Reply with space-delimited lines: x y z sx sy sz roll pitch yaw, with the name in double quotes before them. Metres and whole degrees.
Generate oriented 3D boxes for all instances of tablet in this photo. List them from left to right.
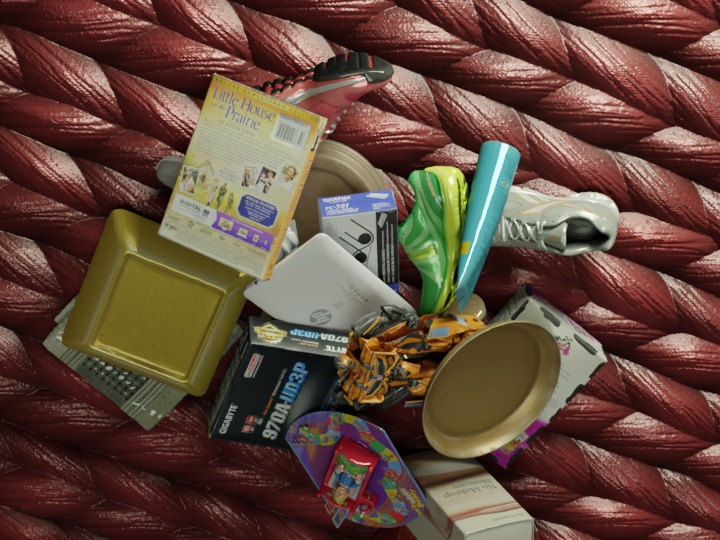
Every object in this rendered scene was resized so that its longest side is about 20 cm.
"tablet" -0.033 0.041 1.665 0.129 0.014 0.200 -35 131 19

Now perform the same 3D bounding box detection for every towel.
"towel" -0.279 0.082 1.765 0.192 0.035 0.200 42 103 -17

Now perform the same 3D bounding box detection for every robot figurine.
"robot figurine" 0.058 0.107 1.651 0.198 0.058 0.147 -4 123 -34

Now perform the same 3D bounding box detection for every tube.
"tube" 0.144 -0.054 1.639 0.050 0.078 0.202 10 71 19

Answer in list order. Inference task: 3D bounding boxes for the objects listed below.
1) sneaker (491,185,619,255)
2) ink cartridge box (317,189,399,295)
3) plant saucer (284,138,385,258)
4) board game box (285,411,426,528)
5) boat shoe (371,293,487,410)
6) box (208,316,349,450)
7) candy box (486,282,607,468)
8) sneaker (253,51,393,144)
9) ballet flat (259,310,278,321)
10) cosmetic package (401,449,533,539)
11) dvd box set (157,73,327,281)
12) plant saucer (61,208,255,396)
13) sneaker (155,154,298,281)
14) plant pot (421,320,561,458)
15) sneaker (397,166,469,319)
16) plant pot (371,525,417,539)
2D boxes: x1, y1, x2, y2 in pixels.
"sneaker" 0.218 -0.055 1.673 0.197 0.092 0.077 -3 113 7
"ink cartridge box" 0.000 0.000 1.691 0.093 0.044 0.202 -7 127 -6
"plant saucer" -0.061 -0.065 1.707 0.197 0.030 0.203 0 112 0
"board game box" -0.012 0.265 1.729 0.157 0.039 0.201 -10 122 36
"boat shoe" 0.080 0.105 1.754 0.199 0.072 0.065 -37 132 0
"box" -0.091 0.147 1.724 0.157 0.046 0.201 11 135 -17
"candy box" 0.199 0.136 1.766 0.136 0.061 0.200 38 107 -13
"sneaker" -0.047 -0.196 1.641 0.198 0.074 0.088 -16 117 14
"ballet flat" -0.106 0.073 1.736 0.069 0.070 0.201 23 128 -9
"cosmetic package" 0.129 0.311 1.749 0.102 0.200 0.088 -8 114 -23
"dvd box set" -0.138 -0.108 1.595 0.145 0.029 0.202 22 97 13
"plant saucer" -0.252 0.051 1.711 0.198 0.049 0.202 22 109 -11
"sneaker" -0.173 -0.066 1.647 0.199 0.075 0.082 35 79 14
"plant pot" 0.156 0.141 1.681 0.198 0.028 0.202 -16 128 -22
"sneaker" 0.087 -0.034 1.680 0.083 0.074 0.203 11 113 21
"plant pot" 0.059 0.476 1.834 0.200 0.201 0.176 42 116 -14
